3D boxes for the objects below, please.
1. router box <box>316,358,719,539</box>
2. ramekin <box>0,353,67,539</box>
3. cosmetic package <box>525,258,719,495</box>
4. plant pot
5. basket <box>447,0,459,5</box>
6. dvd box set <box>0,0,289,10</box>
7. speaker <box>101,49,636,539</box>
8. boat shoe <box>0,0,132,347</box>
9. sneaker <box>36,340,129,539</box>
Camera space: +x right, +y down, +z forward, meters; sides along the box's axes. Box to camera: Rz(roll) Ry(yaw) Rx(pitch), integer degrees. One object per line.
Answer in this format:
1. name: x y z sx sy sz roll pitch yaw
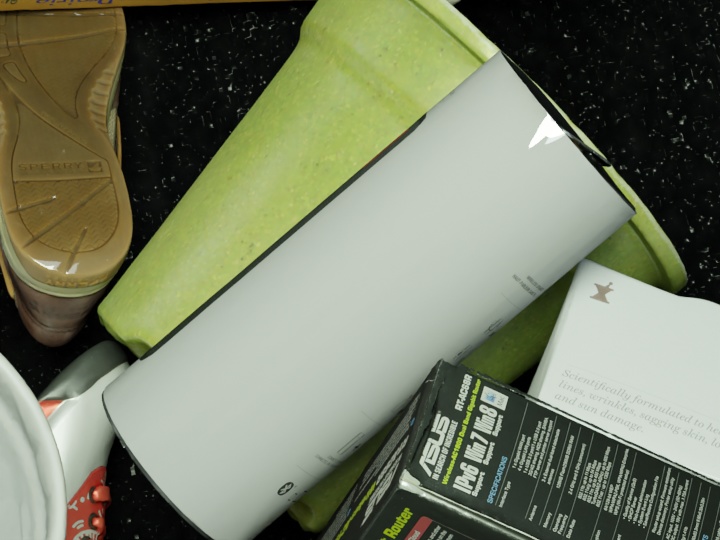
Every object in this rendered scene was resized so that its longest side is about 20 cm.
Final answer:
1. router box: 0.056 0.132 1.104 0.149 0.200 0.062 25 52 -6
2. ramekin: -0.214 0.110 1.099 0.199 0.105 0.201 5 57 -8
3. cosmetic package: 0.105 0.097 1.154 0.112 0.200 0.081 20 53 4
4. plant pot: 0.000 0.000 1.203 0.200 0.200 0.184 44 86 10
5. basket: 0.024 -0.247 1.238 0.198 0.161 0.201 32 60 -22
6. dvd box set: -0.088 -0.187 1.293 0.199 0.029 0.147 -4 71 -24
7. speaker: 0.004 0.011 1.081 0.200 0.081 0.081 -41 78 8
8. boat shoe: -0.135 -0.056 1.260 0.072 0.072 0.200 -1 51 -15
9. sneaker: -0.125 0.136 1.202 0.108 0.067 0.202 34 77 6
